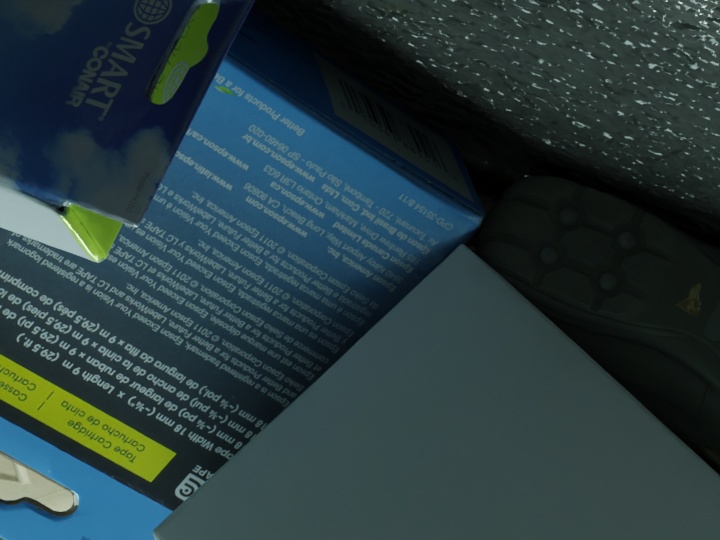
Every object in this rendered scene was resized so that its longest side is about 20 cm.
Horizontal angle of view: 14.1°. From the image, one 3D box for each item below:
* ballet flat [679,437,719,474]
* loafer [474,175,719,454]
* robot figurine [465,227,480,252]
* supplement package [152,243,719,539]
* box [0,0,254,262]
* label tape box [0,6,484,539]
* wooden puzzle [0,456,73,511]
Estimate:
[{"bbox_3d":[0.143,0.072,1.081,0.200,0.070,0.065,46,171,33],"label":"ballet flat"},{"bbox_3d":[0.132,0.030,1.032,0.200,0.070,0.070,30,164,14],"label":"loafer"},{"bbox_3d":[0.000,0.000,1.156,0.145,0.058,0.200,23,167,11],"label":"robot figurine"},{"bbox_3d":[0.042,0.123,1.053,0.152,0.151,0.200,43,168,20],"label":"supplement package"},{"bbox_3d":[-0.126,-0.085,0.922,0.200,0.122,0.048,20,162,19],"label":"box"},{"bbox_3d":[-0.077,0.004,1.022,0.144,0.200,0.063,32,-159,-29],"label":"label tape box"},{"bbox_3d":[-0.169,0.038,1.210,0.200,0.046,0.185,28,158,-21],"label":"wooden puzzle"}]
